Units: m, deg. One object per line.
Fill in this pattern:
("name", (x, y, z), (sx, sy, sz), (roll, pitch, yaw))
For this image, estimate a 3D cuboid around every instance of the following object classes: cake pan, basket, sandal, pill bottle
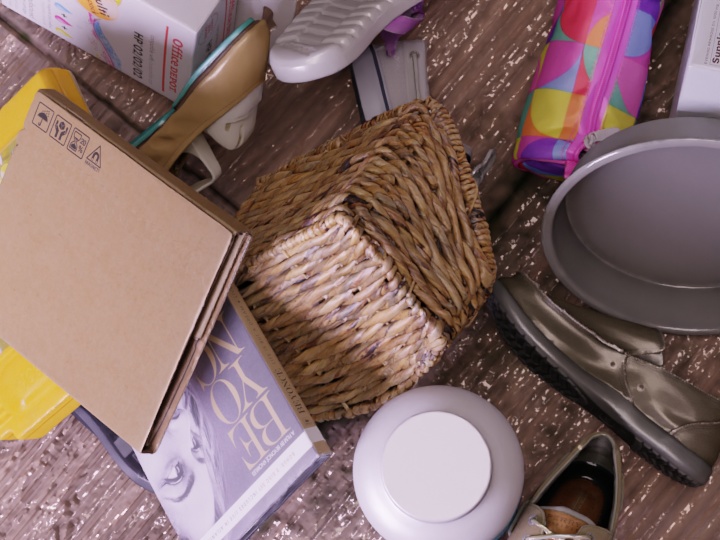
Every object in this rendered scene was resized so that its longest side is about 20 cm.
("cake pan", (0.221, -0.032, 1.688), (0.200, 0.200, 0.037), (5, 51, 4))
("basket", (0.000, 0.000, 1.693), (0.143, 0.200, 0.149), (49, 45, -15))
("sandal", (0.004, -0.168, 1.741), (0.082, 0.203, 0.050), (7, 122, 37))
("pill bottle", (0.052, 0.134, 1.659), (0.111, 0.200, 0.111), (0, 82, 4))

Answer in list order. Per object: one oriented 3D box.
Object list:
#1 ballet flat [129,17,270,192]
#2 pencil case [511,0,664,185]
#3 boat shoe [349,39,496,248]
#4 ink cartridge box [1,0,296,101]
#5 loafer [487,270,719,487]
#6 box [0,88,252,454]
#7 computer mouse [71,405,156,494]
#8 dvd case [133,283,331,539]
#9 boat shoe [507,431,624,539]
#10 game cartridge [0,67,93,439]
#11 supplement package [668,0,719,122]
("ballet flat", (-0.107, -0.097, 1.733), (0.063, 0.069, 0.200), (47, 131, -3))
("pencil case", (0.166, -0.150, 1.752), (0.088, 0.088, 0.200), (13, 82, 5))
("boat shoe", (0.054, -0.068, 1.757), (0.086, 0.075, 0.202), (-13, 72, -2))
("ink cartridge box", (-0.148, -0.188, 1.752), (0.200, 0.115, 0.068), (29, 67, 7))
("loafer", (0.172, 0.063, 1.732), (0.200, 0.075, 0.070), (40, 81, -2))
("box", (-0.171, -0.001, 1.647), (0.200, 0.021, 0.164), (35, 111, 32))
("computer mouse", (-0.154, 0.075, 1.759), (0.138, 0.053, 0.200), (-41, 70, -1))
("dvd case", (-0.109, 0.079, 1.666), (0.149, 0.016, 0.200), (-47, 65, 37))
("boat shoe", (0.125, 0.182, 1.656), (0.075, 0.068, 0.200), (18, 40, 8))
("game cartridge", (-0.220, -0.007, 1.716), (0.176, 0.032, 0.200), (-40, 64, 31))
("supplement package", (0.316, -0.144, 1.679), (0.200, 0.191, 0.147), (12, 72, 4))
